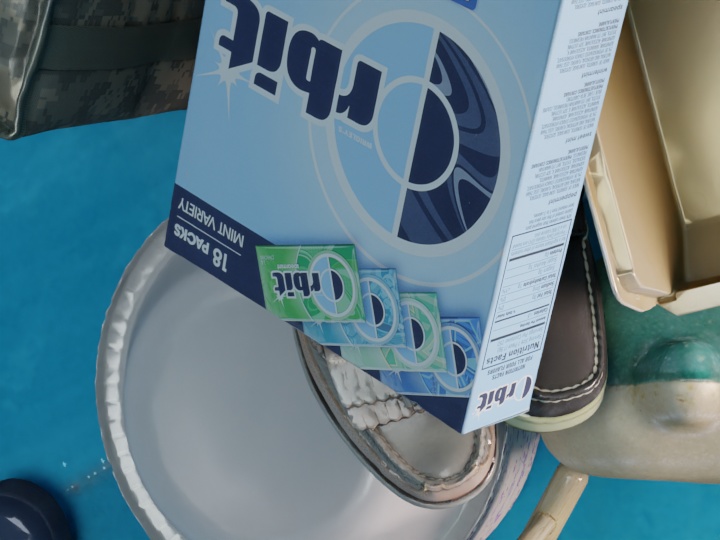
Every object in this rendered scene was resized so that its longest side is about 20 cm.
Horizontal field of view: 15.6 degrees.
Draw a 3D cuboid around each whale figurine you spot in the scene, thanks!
[{"bbox_3d":[0.166,0.033,1.074,0.199,0.159,0.105,-6,81,37],"label":"whale figurine"}]

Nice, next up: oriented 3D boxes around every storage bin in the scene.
[{"bbox_3d":[0.175,-0.098,0.965,0.199,0.094,0.200,-14,93,21],"label":"storage bin"}]

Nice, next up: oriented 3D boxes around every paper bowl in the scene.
[{"bbox_3d":[-0.025,0.056,1.172,0.199,0.104,0.202,4,100,21],"label":"paper bowl"}]

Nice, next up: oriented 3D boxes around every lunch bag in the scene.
[{"bbox_3d":[-0.117,-0.171,1.136,0.117,0.164,0.201,23,106,21],"label":"lunch bag"}]

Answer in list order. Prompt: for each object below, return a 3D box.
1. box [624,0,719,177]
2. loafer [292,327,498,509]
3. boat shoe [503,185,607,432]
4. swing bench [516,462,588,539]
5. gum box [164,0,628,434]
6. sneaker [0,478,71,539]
[{"bbox_3d":[0.175,-0.121,1.068,0.199,0.104,0.149,-5,97,21],"label":"box"},{"bbox_3d":[0.000,0.000,1.076,0.071,0.063,0.201,-20,72,-3],"label":"loafer"},{"bbox_3d":[0.051,-0.037,1.038,0.071,0.066,0.202,-10,67,-13],"label":"boat shoe"},{"bbox_3d":[0.112,0.229,1.108,0.198,0.130,0.201,30,127,13],"label":"swing bench"},{"bbox_3d":[0.011,-0.067,0.986,0.169,0.044,0.201,30,120,35],"label":"gum box"},{"bbox_3d":[-0.201,0.196,1.269,0.070,0.082,0.201,28,107,14],"label":"sneaker"}]
